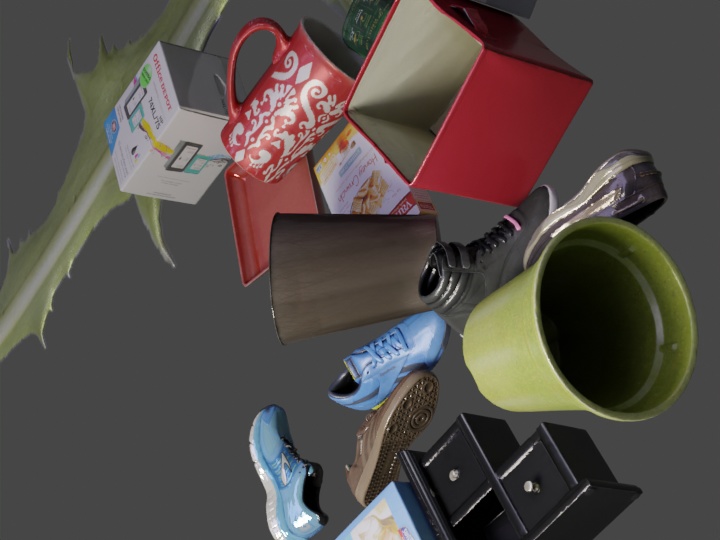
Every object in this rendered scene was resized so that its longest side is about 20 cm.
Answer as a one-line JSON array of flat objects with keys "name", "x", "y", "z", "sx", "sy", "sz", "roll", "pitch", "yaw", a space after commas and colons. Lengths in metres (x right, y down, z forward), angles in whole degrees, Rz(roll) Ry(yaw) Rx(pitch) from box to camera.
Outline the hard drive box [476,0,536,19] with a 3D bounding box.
[{"name": "hard drive box", "x": 0.103, "y": -0.381, "z": 1.439, "sx": 0.200, "sy": 0.155, "sz": 0.077, "roll": 38, "pitch": 113, "yaw": 48}]

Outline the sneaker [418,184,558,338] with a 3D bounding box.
[{"name": "sneaker", "x": 0.140, "y": -0.023, "z": 1.352, "sx": 0.201, "sy": 0.099, "sz": 0.071, "roll": -57, "pitch": 27, "yaw": 10}]

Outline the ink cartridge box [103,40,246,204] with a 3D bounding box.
[{"name": "ink cartridge box", "x": -0.288, "y": -0.231, "z": 1.904, "sx": 0.200, "sy": 0.145, "sz": 0.147, "roll": -46, "pitch": 51, "yaw": 35}]

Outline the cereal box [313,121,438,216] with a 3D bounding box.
[{"name": "cereal box", "x": 0.016, "y": -0.105, "z": 1.589, "sx": 0.144, "sy": 0.039, "sz": 0.201, "roll": -49, "pitch": 49, "yaw": 34}]

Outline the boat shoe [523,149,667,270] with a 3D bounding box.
[{"name": "boat shoe", "x": 0.245, "y": -0.040, "z": 1.267, "sx": 0.200, "sy": 0.074, "sz": 0.074, "roll": -54, "pitch": 52, "yaw": 39}]

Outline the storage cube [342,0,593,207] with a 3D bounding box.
[{"name": "storage cube", "x": 0.118, "y": -0.197, "z": 1.368, "sx": 0.171, "sy": 0.179, "sz": 0.201, "roll": 51, "pitch": 123, "yaw": 42}]

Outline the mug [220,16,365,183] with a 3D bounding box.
[{"name": "mug", "x": -0.105, "y": -0.241, "z": 1.644, "sx": 0.178, "sy": 0.133, "sz": 0.200, "roll": 45, "pitch": 113, "yaw": 4}]

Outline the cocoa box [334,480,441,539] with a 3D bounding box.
[{"name": "cocoa box", "x": 0.079, "y": 0.356, "z": 1.349, "sx": 0.134, "sy": 0.131, "sz": 0.201, "roll": -50, "pitch": 48, "yaw": 26}]

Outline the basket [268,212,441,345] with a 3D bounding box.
[{"name": "basket", "x": 0.000, "y": 0.000, "z": 1.450, "sx": 0.137, "sy": 0.198, "sz": 0.181, "roll": 77, "pitch": -170, "yaw": -46}]

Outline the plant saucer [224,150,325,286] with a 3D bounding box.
[{"name": "plant saucer", "x": -0.120, "y": -0.104, "z": 1.762, "sx": 0.199, "sy": 0.037, "sz": 0.201, "roll": -36, "pitch": 56, "yaw": 42}]

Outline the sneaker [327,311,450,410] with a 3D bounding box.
[{"name": "sneaker", "x": 0.034, "y": 0.111, "z": 1.501, "sx": 0.200, "sy": 0.078, "sz": 0.066, "roll": -46, "pitch": 49, "yaw": 34}]

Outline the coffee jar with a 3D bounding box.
[{"name": "coffee jar", "x": 0.064, "y": -0.292, "z": 1.526, "sx": 0.200, "sy": 0.085, "sz": 0.105, "roll": 44, "pitch": 114, "yaw": 46}]

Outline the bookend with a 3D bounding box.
[{"name": "bookend", "x": 0.165, "y": 0.219, "z": 1.297, "sx": 0.200, "sy": 0.092, "sz": 0.199, "roll": -50, "pitch": 47, "yaw": 26}]

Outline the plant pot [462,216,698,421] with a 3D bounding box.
[{"name": "plant pot", "x": 0.205, "y": 0.067, "z": 1.226, "sx": 0.184, "sy": 0.199, "sz": 0.202, "roll": -28, "pitch": 62, "yaw": 58}]

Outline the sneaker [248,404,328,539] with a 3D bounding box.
[{"name": "sneaker", "x": -0.088, "y": 0.273, "z": 1.644, "sx": 0.090, "sy": 0.078, "sz": 0.201, "roll": -30, "pitch": 63, "yaw": 23}]

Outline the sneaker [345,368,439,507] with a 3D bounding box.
[{"name": "sneaker", "x": 0.028, "y": 0.197, "z": 1.497, "sx": 0.076, "sy": 0.070, "sz": 0.201, "roll": 45, "pitch": 117, "yaw": 46}]
